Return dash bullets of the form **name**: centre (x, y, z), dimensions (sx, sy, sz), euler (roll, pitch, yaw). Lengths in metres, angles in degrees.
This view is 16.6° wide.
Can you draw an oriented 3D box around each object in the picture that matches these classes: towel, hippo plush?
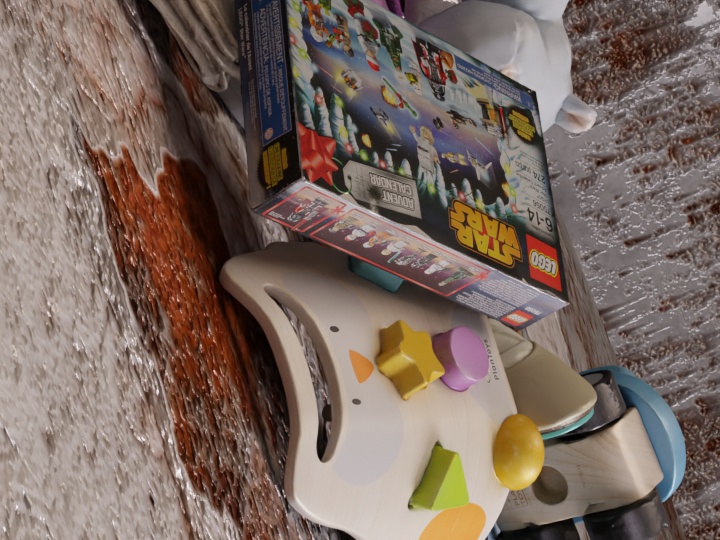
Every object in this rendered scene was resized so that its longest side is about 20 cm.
- **towel**: centre (-0.098, -0.192, 1.276), dimensions (0.133, 0.034, 0.200), euler (55, 20, -34)
- **hippo plush**: centre (0.071, -0.163, 1.464), dimensions (0.200, 0.159, 0.162), euler (12, 89, -63)

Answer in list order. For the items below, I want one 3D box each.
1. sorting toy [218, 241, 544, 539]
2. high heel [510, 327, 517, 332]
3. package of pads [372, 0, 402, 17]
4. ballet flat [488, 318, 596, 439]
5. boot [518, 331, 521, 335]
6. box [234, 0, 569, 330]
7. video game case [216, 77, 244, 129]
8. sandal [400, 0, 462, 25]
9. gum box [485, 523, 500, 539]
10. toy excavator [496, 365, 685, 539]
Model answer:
- **sorting toy**: centre (-0.004, 0.059, 1.247), dimensions (0.180, 0.107, 0.201), euler (7, 62, -59)
- **high heel**: centre (0.078, 0.030, 1.598), dimensions (0.068, 0.096, 0.200), euler (51, 5, -8)
- **package of pads**: centre (-0.022, -0.176, 1.492), dimensions (0.200, 0.075, 0.121), euler (-98, 163, -52)
- **ballet flat**: centre (0.052, 0.056, 1.370), dimensions (0.200, 0.069, 0.070), euler (-3, -68, 57)
- **boot**: centre (0.045, -0.039, 1.807), dimensions (0.175, 0.066, 0.201), euler (-122, -170, -71)
- **box**: centre (0.022, -0.063, 1.259), dimensions (0.200, 0.040, 0.138), euler (23, 50, -41)
- **video game case**: centre (-0.079, -0.162, 1.428), dimensions (0.200, 0.022, 0.183), euler (54, 19, -62)
- **sandal**: centre (0.047, -0.161, 1.576), dimensions (0.079, 0.059, 0.207), euler (30, 45, -16)
- **gum box**: centre (0.066, 0.178, 1.491), dimensions (0.170, 0.044, 0.201), euler (58, 13, -52)
- **toy excavator**: centre (0.131, 0.104, 1.532), dimensions (0.200, 0.194, 0.100), euler (-31, 101, -53)
